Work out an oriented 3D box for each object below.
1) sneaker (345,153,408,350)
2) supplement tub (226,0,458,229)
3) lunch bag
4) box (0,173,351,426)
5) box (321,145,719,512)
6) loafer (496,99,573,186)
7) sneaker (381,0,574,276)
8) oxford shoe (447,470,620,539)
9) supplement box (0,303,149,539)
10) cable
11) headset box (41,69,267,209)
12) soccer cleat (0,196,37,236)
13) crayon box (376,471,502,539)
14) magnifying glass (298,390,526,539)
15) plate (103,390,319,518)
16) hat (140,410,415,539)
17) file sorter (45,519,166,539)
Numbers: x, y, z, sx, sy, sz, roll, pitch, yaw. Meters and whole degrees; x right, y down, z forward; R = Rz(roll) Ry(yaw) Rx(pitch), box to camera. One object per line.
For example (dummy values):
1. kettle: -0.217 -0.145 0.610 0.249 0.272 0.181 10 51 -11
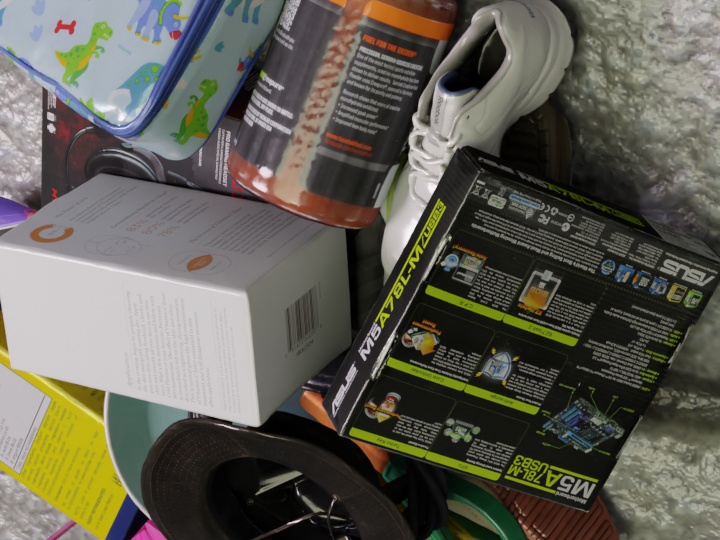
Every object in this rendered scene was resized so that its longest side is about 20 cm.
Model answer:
1. sneaker: 0.000 0.000 1.402 0.082 0.072 0.201 14 115 9
2. supplement tub: -0.004 -0.134 1.284 0.106 0.107 0.201 26 104 13
3. lunch bag: -0.150 -0.180 1.314 0.200 0.082 0.161 38 99 36
4. box: -0.122 0.015 1.340 0.199 0.124 0.098 11 120 28
5. box: 0.105 0.041 1.284 0.199 0.048 0.194 18 111 -27
6. loafer: 0.103 -0.023 1.341 0.076 0.067 0.201 16 109 29
7. sneaker: 0.057 -0.083 1.269 0.074 0.087 0.201 29 104 27
8. oxford shoe: 0.100 0.154 1.449 0.200 0.071 0.074 44 142 9
9. supplement box: -0.221 0.097 1.558 0.199 0.110 0.109 34 128 6
10. cable: -0.028 0.119 1.414 0.199 0.051 0.164 9 126 22
11. headset box: -0.122 -0.071 1.428 0.199 0.077 0.150 20 125 19
12. soccer cleat: -0.203 -0.013 1.513 0.199 0.068 0.073 30 126 5
13. crayon box: 0.054 0.223 1.516 0.199 0.051 0.128 20 125 17
14. magnifying glass: 0.037 0.149 1.436 0.200 0.022 0.080 41 144 14
15. plate: -0.087 0.102 1.472 0.201 0.200 0.026 54 171 -9
16. hat: -0.041 0.146 1.356 0.199 0.081 0.201 15 137 15
17. file sorter: -0.164 0.290 1.579 0.199 0.125 0.140 30 143 32
